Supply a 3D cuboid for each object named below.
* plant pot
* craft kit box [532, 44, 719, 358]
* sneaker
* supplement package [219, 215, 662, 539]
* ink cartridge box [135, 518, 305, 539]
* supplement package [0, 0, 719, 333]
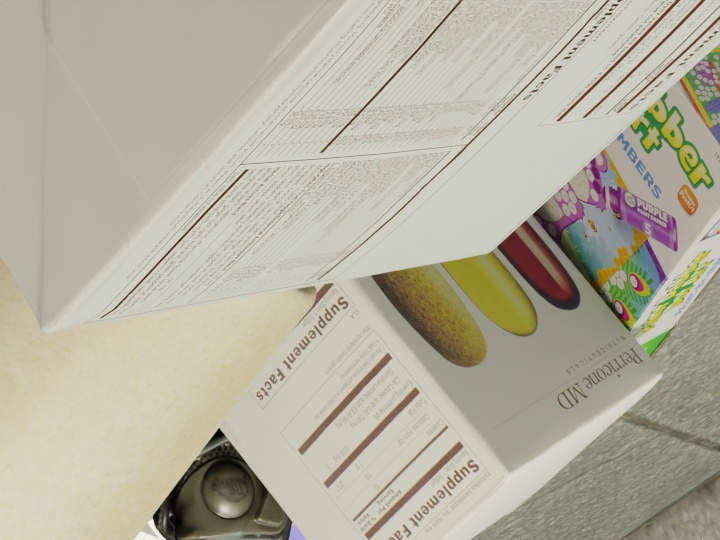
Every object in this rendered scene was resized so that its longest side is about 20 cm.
[{"bbox_3d":[-0.122,0.027,0.717,0.183,0.200,0.200,-45,162,5],"label":"plant pot"},{"bbox_3d":[0.078,-0.073,0.842,0.049,0.200,0.198,-23,160,-26],"label":"craft kit box"},{"bbox_3d":[-0.068,0.048,0.924,0.076,0.114,0.200,-12,113,-14],"label":"sneaker"},{"bbox_3d":[0.000,0.011,0.836,0.114,0.200,0.110,-28,164,-46],"label":"supplement package"},{"bbox_3d":[-0.132,0.114,1.018,0.198,0.200,0.043,-34,-156,0],"label":"ink cartridge box"},{"bbox_3d":[-0.024,-0.109,0.578,0.200,0.191,0.147,-9,151,-52],"label":"supplement package"}]
